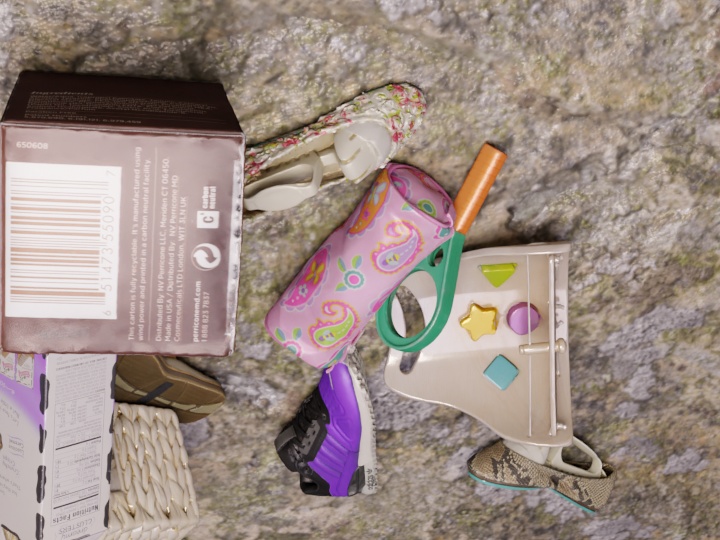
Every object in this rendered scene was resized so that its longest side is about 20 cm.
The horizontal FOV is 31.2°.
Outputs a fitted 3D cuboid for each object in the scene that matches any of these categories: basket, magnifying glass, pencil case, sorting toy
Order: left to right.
[{"bbox_3d":[-0.252,0.220,1.204,0.123,0.136,0.200,6,143,-37],"label":"basket"},{"bbox_3d":[0.000,0.000,1.140,0.087,0.088,0.200,24,119,-29],"label":"pencil case"},{"bbox_3d":[0.073,-0.019,1.141,0.022,0.080,0.200,20,102,-42],"label":"magnifying glass"},{"bbox_3d":[0.107,0.055,1.211,0.180,0.107,0.200,-1,111,6],"label":"sorting toy"}]

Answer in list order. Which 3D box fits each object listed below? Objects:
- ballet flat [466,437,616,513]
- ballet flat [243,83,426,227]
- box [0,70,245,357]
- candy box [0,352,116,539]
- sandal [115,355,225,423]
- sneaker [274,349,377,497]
[{"bbox_3d":[0.200,0.206,1.384,0.200,0.068,0.075,21,100,-34],"label":"ballet flat"},{"bbox_3d":[-0.031,-0.089,1.076,0.200,0.064,0.076,-25,128,7],"label":"ballet flat"},{"bbox_3d":[-0.178,-0.047,0.953,0.164,0.200,0.166,1,108,-11],"label":"box"},{"bbox_3d":[-0.280,0.104,1.059,0.071,0.168,0.200,-12,114,-47],"label":"candy box"},{"bbox_3d":[-0.201,0.086,1.193,0.080,0.054,0.200,-31,144,19],"label":"sandal"},{"bbox_3d":[-0.037,0.159,1.275,0.099,0.070,0.200,-8,130,-4],"label":"sneaker"}]
